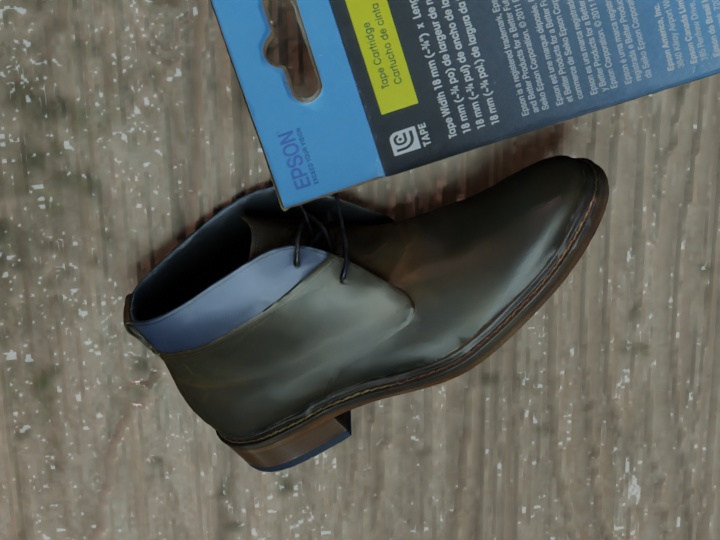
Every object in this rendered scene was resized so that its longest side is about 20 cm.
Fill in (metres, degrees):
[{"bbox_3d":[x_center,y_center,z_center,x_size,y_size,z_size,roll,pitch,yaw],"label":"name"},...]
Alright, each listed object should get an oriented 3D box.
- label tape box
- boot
[{"bbox_3d":[0.043,-0.123,1.112,0.199,0.063,0.145,-17,126,2],"label":"label tape box"},{"bbox_3d":[0.000,0.000,1.185,0.200,0.075,0.097,-36,126,18],"label":"boot"}]
